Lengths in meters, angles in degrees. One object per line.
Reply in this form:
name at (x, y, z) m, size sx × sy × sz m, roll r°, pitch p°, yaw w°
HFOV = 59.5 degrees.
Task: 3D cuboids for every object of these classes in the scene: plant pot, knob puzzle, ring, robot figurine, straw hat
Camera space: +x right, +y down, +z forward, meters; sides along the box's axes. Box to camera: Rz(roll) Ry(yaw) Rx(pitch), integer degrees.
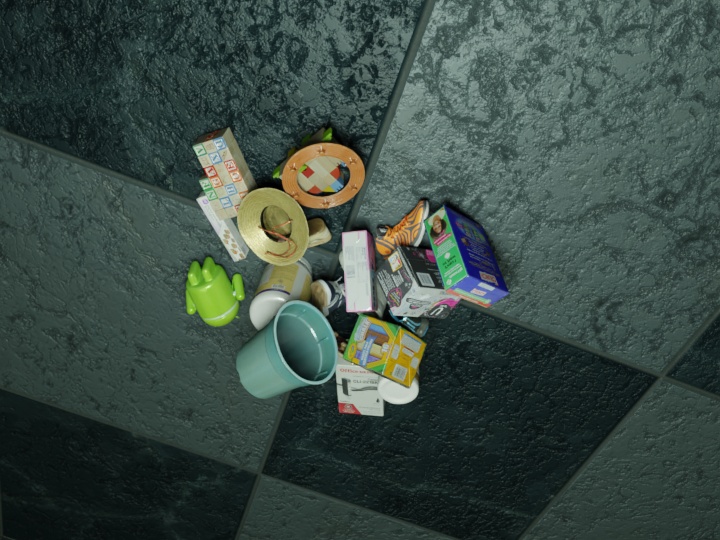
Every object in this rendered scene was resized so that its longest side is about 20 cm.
plant pot at (-0.188, 0.206, 1.516) m, size 0.194 × 0.203 × 0.200 m, roll -31°, pitch 116°, yaw 35°
knob puzzle at (-0.059, 0.197, 1.756) m, size 0.215 × 0.220 × 0.031 m, roll 25°, pitch 96°, yaw -9°
ring at (-0.085, -0.212, 1.460) m, size 0.194 × 0.020 × 0.203 m, roll -7°, pitch 144°, yaw -5°
robot figurine at (-0.407, 0.067, 1.739) m, size 0.170 × 0.117 × 0.204 m, roll -16°, pitch 122°, yaw 5°
straw hat at (-0.204, -0.123, 1.562) m, size 0.195 × 0.086 × 0.207 m, roll 7°, pitch 119°, yaw 12°

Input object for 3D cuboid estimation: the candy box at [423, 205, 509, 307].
candy box at (0.247, -0.031, 1.483) m, size 0.167 × 0.204 × 0.077 m, roll 21°, pitch 132°, yaw -41°

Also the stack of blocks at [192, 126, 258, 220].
stack of blocks at (-0.336, -0.235, 1.551) m, size 0.112 × 0.059 × 0.204 m, roll -12°, pitch 122°, yaw 17°

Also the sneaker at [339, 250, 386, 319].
sneaker at (0.006, 0.045, 1.660) m, size 0.073 × 0.117 × 0.201 m, roll -27°, pitch 116°, yaw 27°

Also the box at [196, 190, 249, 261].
box at (-0.358, -0.118, 1.650) m, size 0.038 × 0.042 × 0.203 m, roll -15°, pitch 122°, yaw 19°

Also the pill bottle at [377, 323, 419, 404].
pill bottle at (0.107, 0.251, 1.729) m, size 0.110 × 0.203 × 0.117 m, roll 3°, pitch 132°, yaw 4°

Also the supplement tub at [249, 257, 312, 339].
supplement tub at (-0.201, 0.062, 1.651) m, size 0.141 × 0.202 × 0.149 m, roll 4°, pitch 126°, yaw 6°

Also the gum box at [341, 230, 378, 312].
gum box at (0.000, 0.000, 1.572) m, size 0.064 × 0.113 × 0.207 m, roll -4°, pitch 85°, yaw 10°

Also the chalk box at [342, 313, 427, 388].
chalk box at (0.047, 0.198, 1.604) m, size 0.197 × 0.127 × 0.124 m, roll 15°, pitch 167°, yaw 47°

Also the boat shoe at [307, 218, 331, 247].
boat shoe at (-0.170, -0.076, 1.630) m, size 0.194 × 0.073 × 0.065 m, roll -11°, pitch 145°, yaw 21°

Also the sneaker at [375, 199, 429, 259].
sneaker at (0.096, -0.098, 1.567) m, size 0.109 × 0.078 × 0.203 m, roll 18°, pitch 126°, yaw -6°

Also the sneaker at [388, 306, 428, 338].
sneaker at (0.110, 0.098, 1.637) m, size 0.081 × 0.200 × 0.074 m, roll 29°, pitch 98°, yaw -26°

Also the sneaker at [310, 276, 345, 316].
sneaker at (-0.071, 0.051, 1.654) m, size 0.071 × 0.107 × 0.201 m, roll 52°, pitch 163°, yaw 14°

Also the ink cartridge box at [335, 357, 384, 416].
ink cartridge box at (0.003, 0.329, 1.877) m, size 0.139 × 0.085 × 0.205 m, roll 3°, pitch 125°, yaw 8°

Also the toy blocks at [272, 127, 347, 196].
toy blocks at (-0.095, -0.238, 1.502) m, size 0.198 × 0.102 × 0.136 m, roll -34°, pitch 126°, yaw 28°

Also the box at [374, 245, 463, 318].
box at (0.154, 0.034, 1.566) m, size 0.196 × 0.134 × 0.115 m, roll 6°, pitch 138°, yaw -41°
